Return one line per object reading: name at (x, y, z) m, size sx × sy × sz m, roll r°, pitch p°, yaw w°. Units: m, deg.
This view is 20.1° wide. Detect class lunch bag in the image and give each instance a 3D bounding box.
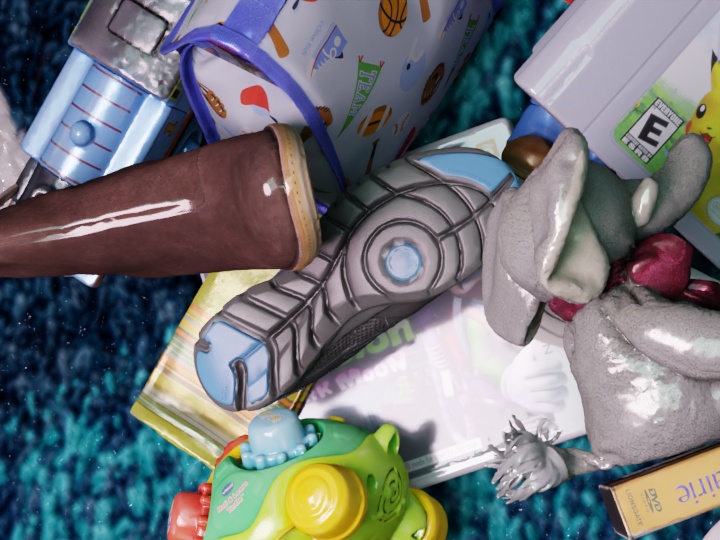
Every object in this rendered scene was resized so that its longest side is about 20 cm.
lunch bag at (-0.016, -0.143, 1.058) m, size 0.123 × 0.200 × 0.171 m, roll 27°, pitch 77°, yaw 14°

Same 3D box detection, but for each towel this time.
towel at (-0.049, 0.017, 1.149) m, size 0.086 × 0.018 × 0.201 m, roll 29°, pitch 93°, yaw 11°

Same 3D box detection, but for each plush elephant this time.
plush elephant at (0.129, 0.006, 0.965) m, size 0.198 × 0.165 × 0.156 m, roll -17°, pitch 90°, yaw -15°

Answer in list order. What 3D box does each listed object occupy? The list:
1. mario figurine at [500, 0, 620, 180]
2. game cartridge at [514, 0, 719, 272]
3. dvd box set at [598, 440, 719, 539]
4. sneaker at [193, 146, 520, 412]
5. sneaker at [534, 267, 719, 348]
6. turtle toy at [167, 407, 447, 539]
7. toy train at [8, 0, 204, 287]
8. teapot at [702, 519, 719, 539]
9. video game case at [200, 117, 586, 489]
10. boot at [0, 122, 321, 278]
mario figurine at (0.147, -0.133, 1.086) m, size 0.105 × 0.123 × 0.202 m, roll 22°, pitch 97°, yaw 25°
game cartridge at (0.192, -0.086, 1.066) m, size 0.200 × 0.040 × 0.134 m, roll 39°, pitch 93°, yaw -21°
dvd box set at (0.218, 0.086, 1.018) m, size 0.198 × 0.146 × 0.030 m, roll -21°, pitch 83°, yaw 3°
sneaker at (0.000, 0.000, 1.084) m, size 0.199 × 0.082 × 0.074 m, roll -33°, pitch 84°, yaw 13°
sneaker at (0.160, 0.019, 1.096) m, size 0.199 × 0.081 × 0.077 m, roll 28°, pitch 110°, yaw -11°
turtle toy at (-0.054, 0.149, 1.094) m, size 0.200 × 0.146 × 0.101 m, roll -45°, pitch 63°, yaw 9°
toy train at (-0.133, -0.087, 1.145) m, size 0.086 × 0.114 × 0.201 m, roll 32°, pitch 94°, yaw 12°
teapot at (0.270, 0.193, 1.007) m, size 0.146 × 0.197 × 0.200 m, roll -43°, pitch 71°, yaw 8°
video game case at (0.020, 0.032, 1.154) m, size 0.198 × 0.023 × 0.183 m, roll -19°, pitch 83°, yaw 11°
boot at (-0.114, -0.020, 1.013) m, size 0.165 × 0.200 × 0.073 m, roll -12°, pitch 91°, yaw -16°
